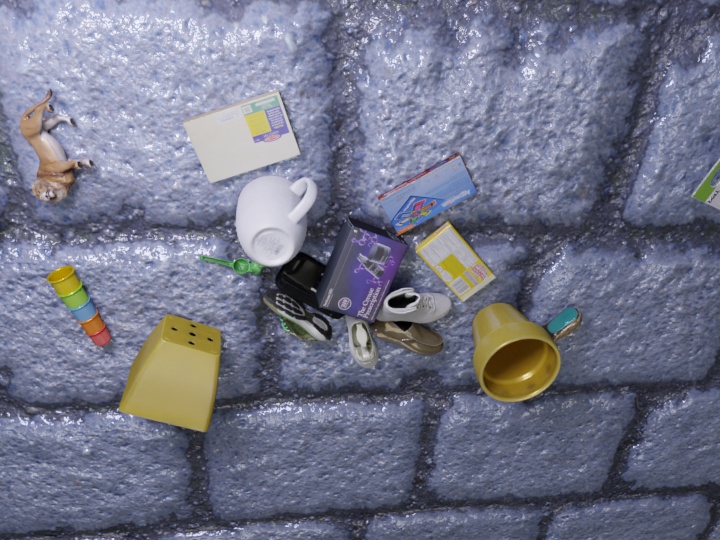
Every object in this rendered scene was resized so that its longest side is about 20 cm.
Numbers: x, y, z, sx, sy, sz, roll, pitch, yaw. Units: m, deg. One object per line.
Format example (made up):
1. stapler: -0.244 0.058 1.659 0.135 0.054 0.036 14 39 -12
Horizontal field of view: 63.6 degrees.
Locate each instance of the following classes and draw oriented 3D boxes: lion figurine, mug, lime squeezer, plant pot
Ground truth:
1. lion figurine: -0.596 -0.232 1.106 0.122 0.073 0.201 -9 109 12
2. mug: -0.162 -0.108 1.175 0.200 0.176 0.147 -41 119 16
3. lime squeezer: -0.250 -0.018 1.279 0.199 0.038 0.071 3 146 20
4. plant pot: 0.361 0.184 1.425 0.199 0.189 0.202 -4 122 -7
5. plant pot: -0.416 0.221 1.341 0.199 0.200 0.177 20 105 -19

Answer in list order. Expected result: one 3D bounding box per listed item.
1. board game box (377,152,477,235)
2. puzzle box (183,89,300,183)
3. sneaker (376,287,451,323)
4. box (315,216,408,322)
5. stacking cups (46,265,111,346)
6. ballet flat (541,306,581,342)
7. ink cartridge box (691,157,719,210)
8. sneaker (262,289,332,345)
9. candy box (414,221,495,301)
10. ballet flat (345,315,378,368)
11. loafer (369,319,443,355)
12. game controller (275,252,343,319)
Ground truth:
1. board game box: 0.148 -0.167 1.278 0.199 0.019 0.103 -28 120 9
2. puzzle box: -0.233 -0.265 1.157 0.199 0.025 0.134 -17 122 2
3. sneaker: 0.138 0.082 1.361 0.198 0.074 0.116 -6 167 -16
4. box: 0.000 0.000 1.305 0.140 0.079 0.201 18 107 -17
5. stacking cups: -0.625 0.085 1.299 0.060 0.061 0.201 -13 126 -1
6. ballet flat: 0.492 0.172 1.513 0.199 0.071 0.065 -35 134 17
7. ink cartridge box: 0.854 -0.210 1.326 0.199 0.076 0.148 19 117 -17
8. sneaker: -0.164 0.124 1.383 0.200 0.077 0.088 39 118 -24
9. candy box: 0.227 -0.018 1.377 0.102 0.026 0.200 -39 119 12
10. ballet flat: 0.004 0.183 1.444 0.069 0.070 0.201 -14 123 0
11. loafer: 0.123 0.153 1.437 0.199 0.076 0.068 16 124 -17
12. game controller: -0.098 0.038 1.362 0.199 0.042 0.105 31 98 -25
